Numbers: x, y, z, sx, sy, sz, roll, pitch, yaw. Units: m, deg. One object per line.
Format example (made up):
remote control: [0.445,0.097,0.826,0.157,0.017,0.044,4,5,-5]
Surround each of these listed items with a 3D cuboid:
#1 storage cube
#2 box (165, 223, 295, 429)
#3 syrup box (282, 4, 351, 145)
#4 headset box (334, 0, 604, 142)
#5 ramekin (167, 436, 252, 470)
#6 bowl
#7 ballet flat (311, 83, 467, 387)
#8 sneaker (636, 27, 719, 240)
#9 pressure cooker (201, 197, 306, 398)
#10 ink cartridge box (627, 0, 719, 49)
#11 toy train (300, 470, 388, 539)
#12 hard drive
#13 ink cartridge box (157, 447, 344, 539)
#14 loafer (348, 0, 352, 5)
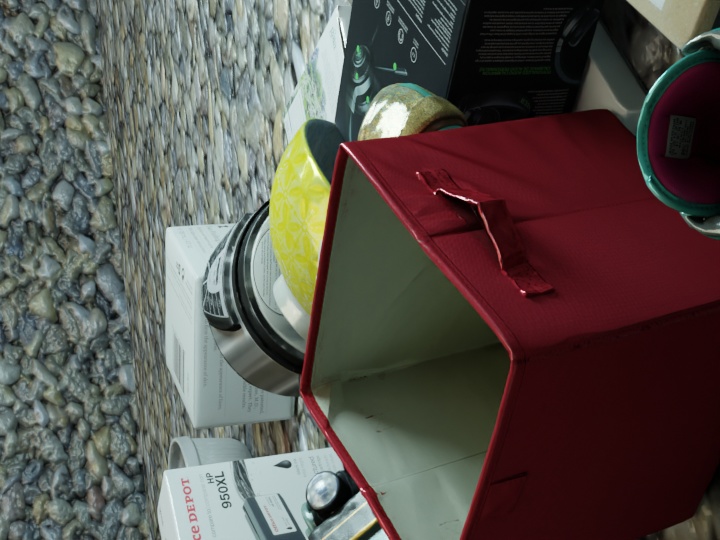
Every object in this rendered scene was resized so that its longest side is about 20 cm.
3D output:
storage cube: [0.089,0.038,0.612,0.171,0.177,0.202,52,142,42]
box: [-0.166,0.064,1.453,0.199,0.128,0.204,-136,46,-62]
syrup box: [-0.006,-0.151,1.025,0.200,0.080,0.080,132,129,-64]
headset box: [0.058,-0.125,0.751,0.175,0.091,0.202,-117,29,-47]
ramekin: [-0.212,0.339,1.680,0.200,0.103,0.204,175,90,-71]
bowl: [0.000,0.000,0.829,0.108,0.199,0.201,-45,40,17]
ballet flat: [0.007,-0.019,0.686,0.071,0.070,0.202,-118,40,-49]
sneaker: [0.164,-0.058,0.499,0.200,0.119,0.085,-175,81,-71]
pressure cooker: [-0.039,0.013,1.024,0.177,0.178,0.200,50,157,-3]
ink cartridge box: [0.149,-0.226,0.542,0.201,0.074,0.167,57,147,40]
toy train: [0.028,0.228,0.891,0.200,0.085,0.114,48,-173,-42]
hard drive: [0.121,-0.071,0.761,0.202,0.026,0.133,106,152,-46]
ink cartridge box: [-0.104,0.279,1.216,0.085,0.197,0.146,105,152,-44]
loafer: [0.019,-0.277,0.938,0.071,0.072,0.202,113,147,-54]
